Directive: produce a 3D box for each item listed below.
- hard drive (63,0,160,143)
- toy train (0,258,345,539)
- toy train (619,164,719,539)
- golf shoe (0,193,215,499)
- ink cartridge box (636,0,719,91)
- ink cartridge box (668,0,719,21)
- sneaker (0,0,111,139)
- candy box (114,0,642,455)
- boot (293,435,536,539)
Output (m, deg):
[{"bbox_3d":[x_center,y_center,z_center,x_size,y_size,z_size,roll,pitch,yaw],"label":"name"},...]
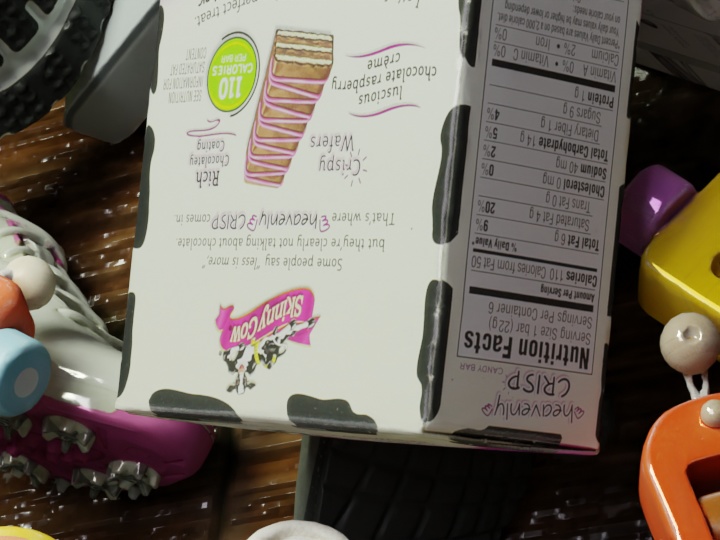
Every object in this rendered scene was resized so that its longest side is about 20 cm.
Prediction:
[{"bbox_3d":[-0.055,-0.159,1.008,0.132,0.027,0.200,-43,36,51],"label":"hard drive"},{"bbox_3d":[-0.105,0.056,0.814,0.150,0.056,0.200,-40,49,-24],"label":"toy train"},{"bbox_3d":[0.141,0.028,0.742,0.200,0.056,0.150,-19,55,-12],"label":"toy train"},{"bbox_3d":[-0.119,0.015,0.959,0.200,0.075,0.092,12,67,38],"label":"golf shoe"},{"bbox_3d":[0.126,-0.128,0.863,0.200,0.083,0.147,24,79,42],"label":"ink cartridge box"},{"bbox_3d":[0.103,-0.182,0.829,0.200,0.057,0.163,-45,46,-7],"label":"ink cartridge box"},{"bbox_3d":[-0.164,-0.055,0.965,0.200,0.074,0.080,-46,34,-14],"label":"sneaker"},{"bbox_3d":[0.007,-0.056,0.768,0.136,0.061,0.200,2,84,53],"label":"candy box"},{"bbox_3d":[0.000,0.000,0.896,0.131,0.068,0.200,2,79,59],"label":"boot"}]
